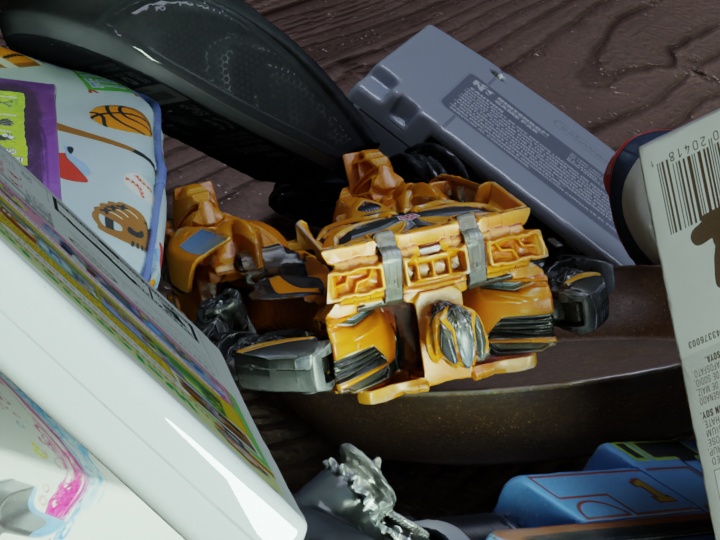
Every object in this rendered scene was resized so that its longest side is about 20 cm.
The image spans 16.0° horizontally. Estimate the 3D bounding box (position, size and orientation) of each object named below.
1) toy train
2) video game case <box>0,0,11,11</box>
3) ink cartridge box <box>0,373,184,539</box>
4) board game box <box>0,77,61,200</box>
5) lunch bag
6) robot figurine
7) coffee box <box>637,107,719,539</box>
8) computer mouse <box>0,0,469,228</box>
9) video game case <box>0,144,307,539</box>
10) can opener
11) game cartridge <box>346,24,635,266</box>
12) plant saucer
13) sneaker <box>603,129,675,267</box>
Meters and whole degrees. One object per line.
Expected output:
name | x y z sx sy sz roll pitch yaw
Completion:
toy train | 0.085 0.106 0.774 0.114 0.087 0.199 30 19 37
video game case | -0.159 -0.120 0.965 0.198 0.023 0.182 -12 -3 2
ink cartridge box | -0.107 0.044 0.659 0.199 0.068 0.115 24 19 -45
board game box | -0.189 -0.027 0.765 0.198 0.032 0.120 6 29 -13
lunch bag | -0.150 -0.025 0.896 0.159 0.076 0.200 14 22 -11
robot figurine | 0.000 0.000 0.875 0.144 0.059 0.200 -12 11 -17
coffee box | 0.156 0.053 0.716 0.114 0.079 0.201 12 61 -46
computer mouse | -0.050 -0.075 1.014 0.199 0.053 0.138 27 -13 -30
video game case | -0.100 -0.022 0.580 0.200 0.022 0.182 44 1 -13
can opener | -0.041 0.072 0.739 0.063 0.079 0.200 45 -9 -36
game cartridge | 0.088 -0.029 1.127 0.200 0.041 0.133 38 25 3
plant saucer | 0.063 0.034 0.910 0.199 0.035 0.200 -6 10 1
sneaker | 0.175 0.012 1.047 0.200 0.075 0.085 47 -2 -18
